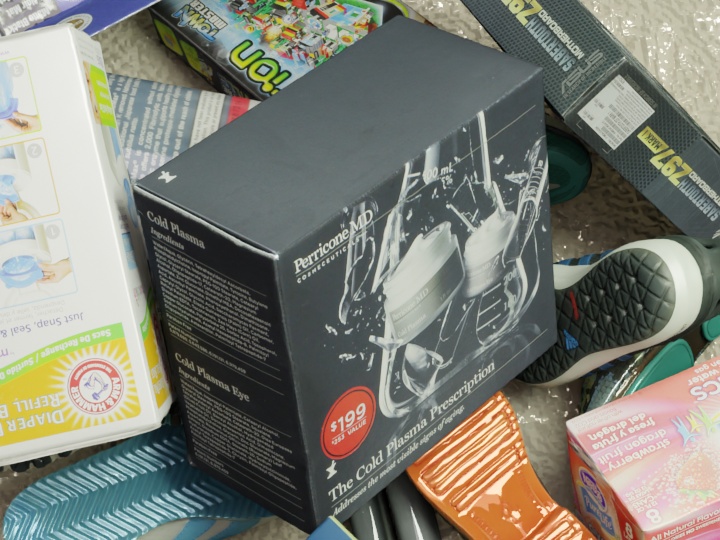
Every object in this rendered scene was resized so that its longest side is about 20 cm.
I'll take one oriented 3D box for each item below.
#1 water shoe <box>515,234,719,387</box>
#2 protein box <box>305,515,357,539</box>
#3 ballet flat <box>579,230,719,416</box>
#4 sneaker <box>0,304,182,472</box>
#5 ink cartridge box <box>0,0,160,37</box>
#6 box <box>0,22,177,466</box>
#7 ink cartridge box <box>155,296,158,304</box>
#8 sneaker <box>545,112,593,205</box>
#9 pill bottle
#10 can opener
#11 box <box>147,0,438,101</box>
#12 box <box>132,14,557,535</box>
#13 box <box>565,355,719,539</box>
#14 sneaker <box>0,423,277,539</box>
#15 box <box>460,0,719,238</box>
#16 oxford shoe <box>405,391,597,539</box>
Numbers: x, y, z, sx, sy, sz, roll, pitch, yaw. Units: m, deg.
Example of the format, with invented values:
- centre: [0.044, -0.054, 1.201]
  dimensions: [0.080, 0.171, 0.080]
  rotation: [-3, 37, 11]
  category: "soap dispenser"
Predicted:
- centre: [0.145, 0.024, 1.088]
  dimensions: [0.079, 0.200, 0.072]
  rotation: [-8, 87, -28]
  category: "water shoe"
- centre: [-0.003, 0.273, 0.949]
  dimensions: [0.199, 0.135, 0.200]
  rotation: [-45, 67, -9]
  category: "protein box"
- centre: [0.179, 0.032, 1.150]
  dimensions: [0.074, 0.074, 0.200]
  rotation: [42, 74, 9]
  category: "ballet flat"
- centre: [-0.157, 0.061, 1.078]
  dimensions: [0.199, 0.086, 0.078]
  rotation: [-6, 99, -1]
  category: "sneaker"
- centre: [-0.145, -0.204, 1.138]
  dimensions: [0.199, 0.200, 0.041]
  rotation: [-30, 120, -12]
  category: "ink cartridge box"
- centre: [-0.166, -0.012, 0.972]
  dimensions: [0.101, 0.112, 0.201]
  rotation: [-12, 92, 0]
  category: "box"
- centre: [-0.194, 0.005, 1.149]
  dimensions: [0.199, 0.047, 0.161]
  rotation: [-12, 73, -24]
  category: "ink cartridge box"
- centre: [0.041, -0.045, 1.143]
  dimensions: [0.199, 0.078, 0.080]
  rotation: [-6, 43, 4]
  category: "sneaker"
- centre: [-0.156, -0.054, 1.086]
  dimensions: [0.199, 0.120, 0.120]
  rotation: [11, 73, -4]
  category: "pill bottle"
- centre: [0.022, 0.164, 1.092]
  dimensions: [0.052, 0.066, 0.201]
  rotation: [-19, 69, 17]
  category: "can opener"
- centre: [-0.025, -0.129, 1.151]
  dimensions: [0.110, 0.035, 0.200]
  rotation: [-39, 56, -17]
  category: "box"
- centre: [0.000, 0.000, 0.994]
  dimensions: [0.104, 0.183, 0.200]
  rotation: [24, 48, 37]
  category: "box"
- centre: [0.226, 0.109, 1.083]
  dimensions: [0.199, 0.103, 0.095]
  rotation: [-21, 42, -12]
  category: "box"
- centre: [-0.116, 0.131, 1.093]
  dimensions: [0.199, 0.081, 0.077]
  rotation: [-15, 72, -28]
  category: "sneaker"
- centre: [0.143, -0.096, 1.085]
  dimensions: [0.051, 0.200, 0.158]
  rotation: [-43, 46, 11]
  category: "box"
- centre: [0.069, 0.124, 1.102]
  dimensions: [0.071, 0.073, 0.200]
  rotation: [-32, 82, -10]
  category: "oxford shoe"
